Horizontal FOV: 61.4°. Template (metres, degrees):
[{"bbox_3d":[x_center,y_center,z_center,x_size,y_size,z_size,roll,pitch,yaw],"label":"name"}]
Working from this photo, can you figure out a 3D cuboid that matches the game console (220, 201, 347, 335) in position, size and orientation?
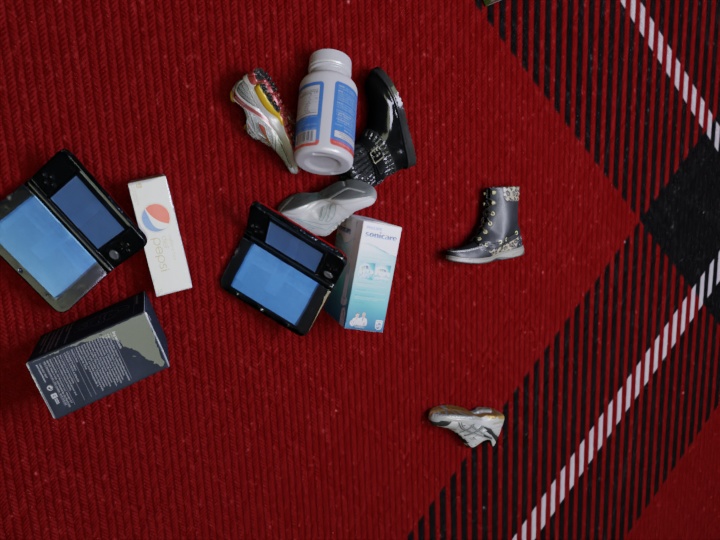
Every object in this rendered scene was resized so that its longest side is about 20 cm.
[{"bbox_3d":[-0.145,0.001,1.107,0.197,0.173,0.120,30,63,-1],"label":"game console"}]

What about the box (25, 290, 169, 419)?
[{"bbox_3d":[-0.442,0.138,1.043,0.196,0.148,0.110,-25,108,-13],"label":"box"}]

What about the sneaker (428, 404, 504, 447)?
[{"bbox_3d":[0.239,0.360,1.375,0.195,0.075,0.090,10,97,-21],"label":"sneaker"}]

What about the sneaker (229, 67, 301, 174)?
[{"bbox_3d":[-0.166,-0.267,1.117,0.080,0.079,0.202,-19,120,21],"label":"sneaker"}]

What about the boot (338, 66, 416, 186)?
[{"bbox_3d":[0.013,-0.264,1.171,0.155,0.079,0.216,-25,108,-14],"label":"boot"}]

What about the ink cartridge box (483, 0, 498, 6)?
[{"bbox_3d":[0.333,-0.591,1.161,0.145,0.200,0.077,-29,109,-12],"label":"ink cartridge box"}]

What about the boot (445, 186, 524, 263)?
[{"bbox_3d":[0.266,-0.099,1.301,0.198,0.073,0.159,-8,101,-25],"label":"boot"}]

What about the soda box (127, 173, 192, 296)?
[{"bbox_3d":[-0.357,-0.064,1.081,0.066,0.064,0.206,-14,104,-17],"label":"soda box"}]

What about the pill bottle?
[{"bbox_3d":[-0.061,-0.288,1.101,0.109,0.112,0.206,10,75,-21],"label":"pill bottle"}]

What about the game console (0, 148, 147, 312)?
[{"bbox_3d":[-0.488,-0.061,0.999,0.170,0.120,0.201,-25,114,31],"label":"game console"}]

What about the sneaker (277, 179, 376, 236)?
[{"bbox_3d":[-0.056,-0.115,1.153,0.195,0.071,0.082,-11,125,19],"label":"sneaker"}]

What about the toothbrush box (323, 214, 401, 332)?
[{"bbox_3d":[0.000,0.000,1.181,0.083,0.146,0.206,7,97,-21],"label":"toothbrush box"}]
